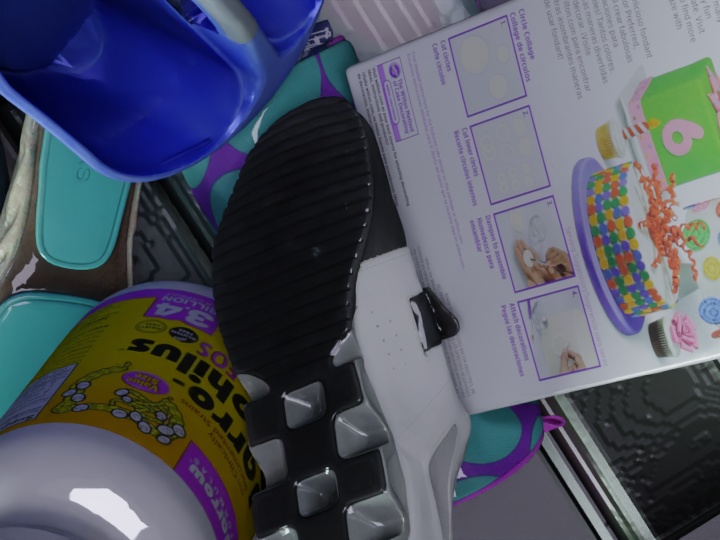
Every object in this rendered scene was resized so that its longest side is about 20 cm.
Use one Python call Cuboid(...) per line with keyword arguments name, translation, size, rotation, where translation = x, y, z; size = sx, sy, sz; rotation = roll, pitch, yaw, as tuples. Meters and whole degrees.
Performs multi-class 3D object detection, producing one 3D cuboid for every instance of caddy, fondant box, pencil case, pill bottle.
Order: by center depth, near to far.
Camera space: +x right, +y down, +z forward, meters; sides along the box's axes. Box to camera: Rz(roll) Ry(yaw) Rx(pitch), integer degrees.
Cuboid(name="caddy", translation=(-0.082, -0.115, 0.777), size=(0.105, 0.200, 0.141), rotation=(34, 86, 28))
Cuboid(name="fondant box", translation=(0.096, -0.035, 0.809), size=(0.200, 0.058, 0.144), rotation=(-17, 87, 46))
Cuboid(name="pill bottle", translation=(-0.091, 0.086, 0.810), size=(0.104, 0.200, 0.104), rotation=(5, 114, 11))
Cuboid(name="pencil case", translation=(0.000, 0.000, 0.908), size=(0.092, 0.085, 0.200), rotation=(-30, 97, -25))

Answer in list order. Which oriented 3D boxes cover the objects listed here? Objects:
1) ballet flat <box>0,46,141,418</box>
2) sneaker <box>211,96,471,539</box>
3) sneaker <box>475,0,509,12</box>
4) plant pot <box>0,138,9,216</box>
Cuboid(name="ballet flat", translation=(-0.124, -0.003, 0.921), size=(0.067, 0.062, 0.200), rotation=(14, 106, -15))
Cuboid(name="sneaker", translation=(-0.001, 0.035, 0.831), size=(0.074, 0.088, 0.200), rotation=(-17, 65, 30))
Cuboid(name="sneaker", translation=(0.130, -0.126, 0.898), size=(0.200, 0.081, 0.089), rotation=(10, 122, 5))
Cuboid(name="plant pot", translation=(-0.250, -0.024, 0.880), size=(0.200, 0.135, 0.200), rotation=(0, 96, 0))
